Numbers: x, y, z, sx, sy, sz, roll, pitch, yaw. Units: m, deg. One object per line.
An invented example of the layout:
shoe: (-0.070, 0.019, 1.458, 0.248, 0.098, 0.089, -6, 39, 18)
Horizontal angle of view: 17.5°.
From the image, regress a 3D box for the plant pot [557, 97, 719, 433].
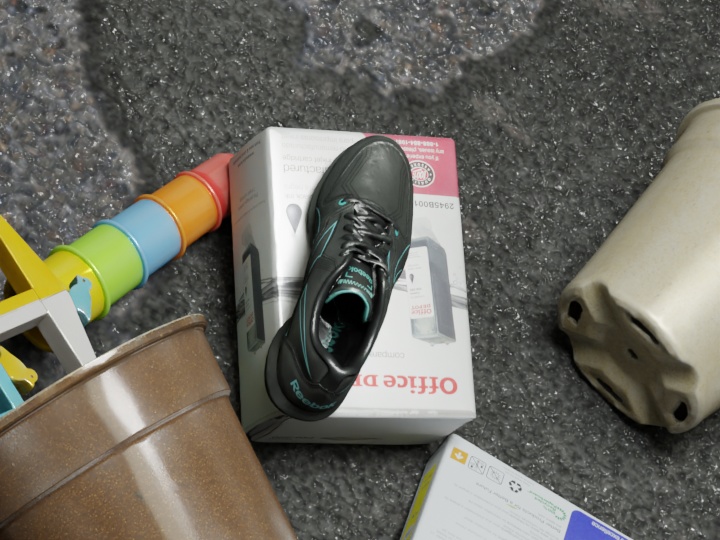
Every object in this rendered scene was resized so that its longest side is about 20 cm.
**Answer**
plant pot: (0.246, 0.010, 1.668, 0.183, 0.201, 0.201, -40, 82, -24)

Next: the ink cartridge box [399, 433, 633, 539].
ink cartridge box: (0.111, 0.228, 1.528, 0.197, 0.047, 0.200, 32, 42, -5)

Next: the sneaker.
sneaker: (0.000, 0.000, 1.494, 0.075, 0.079, 0.201, 21, 67, -14)

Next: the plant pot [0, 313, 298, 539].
plant pot: (-0.127, 0.162, 1.403, 0.200, 0.200, 0.199, -29, 82, -34)

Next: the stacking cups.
stacking cups: (-0.148, -0.021, 1.573, 0.061, 0.061, 0.200, 47, 54, 8)

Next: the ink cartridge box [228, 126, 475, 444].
ink cartridge box: (-0.007, 0.012, 1.577, 0.145, 0.085, 0.201, 2, 76, -22)

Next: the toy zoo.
toy zoo: (-0.244, 0.042, 1.430, 0.200, 0.020, 0.132, -25, 77, -43)
